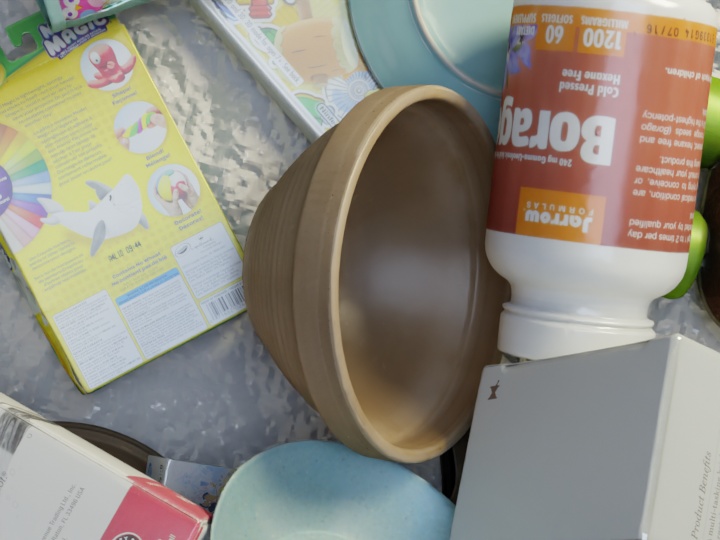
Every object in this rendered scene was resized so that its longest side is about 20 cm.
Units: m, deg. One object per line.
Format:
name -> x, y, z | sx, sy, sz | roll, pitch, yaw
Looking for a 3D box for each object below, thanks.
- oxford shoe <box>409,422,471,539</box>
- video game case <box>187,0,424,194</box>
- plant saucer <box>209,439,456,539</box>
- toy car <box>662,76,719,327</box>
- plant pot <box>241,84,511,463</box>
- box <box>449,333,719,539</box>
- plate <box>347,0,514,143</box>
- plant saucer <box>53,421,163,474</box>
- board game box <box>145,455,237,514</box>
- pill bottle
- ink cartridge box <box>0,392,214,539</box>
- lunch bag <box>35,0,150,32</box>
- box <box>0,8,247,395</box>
oxford shoe -> 0.056, 0.179, 1.061 | 0.084, 0.073, 0.200 | 9, 71, -7
video game case -> 0.002, -0.176, 1.107 | 0.182, 0.023, 0.200 | -42, 92, -12
plant saucer -> 0.002, 0.179, 0.963 | 0.201, 0.039, 0.201 | 25, 39, -22
toy car -> 0.263, -0.039, 1.050 | 0.164, 0.200, 0.158 | 15, 82, -9
plant pot -> 0.000, 0.000, 1.031 | 0.093, 0.201, 0.201 | 4, 82, 30
box -> 0.174, 0.122, 1.004 | 0.200, 0.152, 0.107 | 23, 69, -30
plate -> 0.092, -0.163, 1.100 | 0.200, 0.026, 0.201 | 1, 84, -10
plant saucer -> -0.167, 0.182, 1.038 | 0.200, 0.029, 0.200 | 1, 85, -9
board game box -> -0.063, 0.208, 1.027 | 0.134, 0.034, 0.200 | 11, 84, -24
pill bottle -> 0.127, -0.050, 1.036 | 0.112, 0.112, 0.200 | 6, 93, -10
ink cartridge box -> -0.188, 0.143, 0.963 | 0.200, 0.085, 0.146 | 28, 85, 12
lunch bag -> -0.129, -0.242, 1.033 | 0.170, 0.122, 0.200 | -23, 80, -12
box -> -0.149, -0.045, 1.055 | 0.117, 0.048, 0.200 | -27, 92, -11
